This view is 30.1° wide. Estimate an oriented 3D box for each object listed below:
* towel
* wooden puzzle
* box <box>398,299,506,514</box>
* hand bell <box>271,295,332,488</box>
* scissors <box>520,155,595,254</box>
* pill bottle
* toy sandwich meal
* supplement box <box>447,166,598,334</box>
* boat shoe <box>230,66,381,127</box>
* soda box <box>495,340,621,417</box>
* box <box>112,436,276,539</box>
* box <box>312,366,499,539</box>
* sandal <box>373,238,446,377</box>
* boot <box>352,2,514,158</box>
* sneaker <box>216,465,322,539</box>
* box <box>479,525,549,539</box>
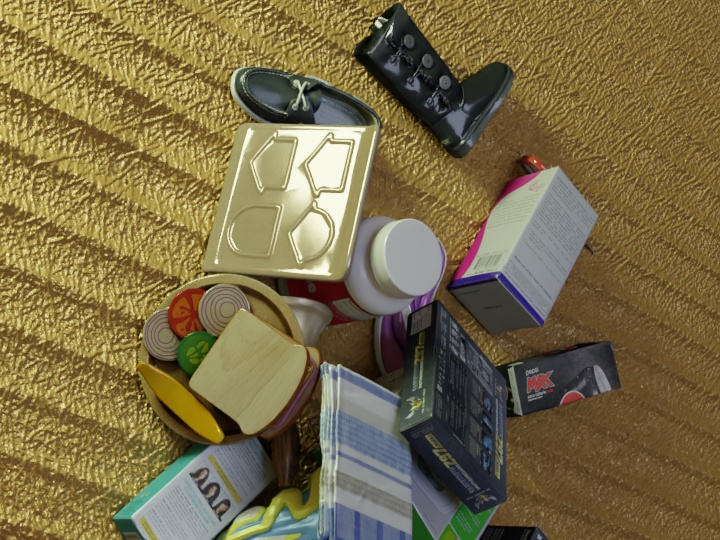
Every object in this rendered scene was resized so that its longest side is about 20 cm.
[{"bbox_3d":[0.006,0.209,1.420,0.146,0.024,0.203,30,49,-43],"label":"towel"},{"bbox_3d":[-0.074,-0.075,1.510,0.046,0.197,0.188,42,56,-55],"label":"wooden puzzle"},{"bbox_3d":[0.111,0.156,1.549,0.158,0.051,0.201,48,29,-28],"label":"box"},{"bbox_3d":[-0.083,0.142,1.489,0.103,0.104,0.203,17,62,-34],"label":"hand bell"},{"bbox_3d":[0.285,-0.086,1.860,0.014,0.073,0.201,-41,111,-5],"label":"scissors"},{"bbox_3d":[0.000,0.000,1.538,0.111,0.199,0.114,8,77,-36],"label":"pill bottle"},{"bbox_3d":[-0.146,0.097,1.433,0.201,0.070,0.209,-1,78,3],"label":"toy sandwich meal"},{"bbox_3d":[0.218,-0.027,1.773,0.103,0.101,0.201,44,59,-23],"label":"supplement box"},{"bbox_3d":[-0.062,-0.203,1.614,0.198,0.060,0.077,14,74,-35],"label":"boat shoe"},{"bbox_3d":[0.259,0.146,1.798,0.198,0.063,0.072,-11,88,-38],"label":"soda box"},{"bbox_3d":[-0.170,0.238,1.461,0.200,0.049,0.083,-41,106,-35],"label":"box"},{"bbox_3d":[0.061,0.239,1.576,0.202,0.096,0.176,59,37,-8],"label":"box"},{"bbox_3d":[0.068,0.045,1.677,0.082,0.050,0.206,26,67,-31],"label":"sandal"},{"bbox_3d":[0.100,-0.272,1.755,0.200,0.065,0.166,42,58,-19],"label":"boot"},{"bbox_3d":[-0.073,0.297,1.451,0.199,0.105,0.076,-38,139,-4],"label":"sneaker"},{"bbox_3d":[0.145,0.411,1.616,0.079,0.140,0.201,46,59,-21],"label":"box"}]
